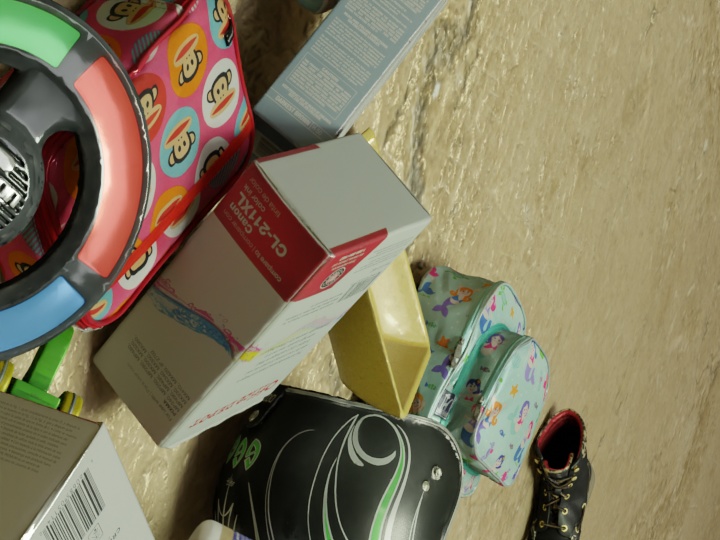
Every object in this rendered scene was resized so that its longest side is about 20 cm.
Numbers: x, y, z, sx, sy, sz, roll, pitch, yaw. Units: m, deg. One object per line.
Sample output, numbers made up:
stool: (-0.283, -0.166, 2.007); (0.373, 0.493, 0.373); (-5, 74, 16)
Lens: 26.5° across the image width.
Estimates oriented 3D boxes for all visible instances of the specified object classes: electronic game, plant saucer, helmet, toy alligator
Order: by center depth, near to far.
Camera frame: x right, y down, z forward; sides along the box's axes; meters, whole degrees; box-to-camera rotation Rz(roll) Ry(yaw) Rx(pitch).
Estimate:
electronic game: (-0.200, -0.047, 0.782); (0.198, 0.042, 0.203); (-10, 111, -28)
toy alligator: (-0.216, 0.122, 0.906); (0.054, 0.059, 0.202); (-37, -148, 55)
plant saucer: (0.000, 0.000, 1.207); (0.200, 0.048, 0.203); (-54, 130, -75)
helmet: (-0.020, 0.200, 1.208); (0.200, 0.198, 0.193); (27, 74, -64)

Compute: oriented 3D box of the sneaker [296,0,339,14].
sneaker: (-0.061, -0.247, 1.049); (0.081, 0.074, 0.201); (-31, 144, -15)

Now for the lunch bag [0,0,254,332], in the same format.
lunch bag: (-0.147, -0.067, 0.940); (0.201, 0.081, 0.178); (-53, 150, -35)

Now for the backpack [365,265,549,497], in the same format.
backpack: (0.097, 0.103, 1.467); (0.178, 0.149, 0.202); (50, 53, -59)

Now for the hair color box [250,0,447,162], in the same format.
hair color box: (-0.004, -0.158, 1.111); (0.201, 0.060, 0.099); (-52, -178, -17)

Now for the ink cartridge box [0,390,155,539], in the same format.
ink cartridge box: (-0.205, 0.136, 0.776); (0.084, 0.198, 0.177); (-56, 149, -36)

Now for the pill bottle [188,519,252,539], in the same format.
pill bottle: (-0.049, 0.272, 1.075); (0.121, 0.198, 0.120); (-60, -174, 11)

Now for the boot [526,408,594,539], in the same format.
boot: (0.254, 0.292, 1.967); (0.152, 0.072, 0.201); (75, 34, -48)

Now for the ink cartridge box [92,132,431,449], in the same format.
ink cartridge box: (-0.067, 0.013, 1.028); (0.200, 0.083, 0.145); (-47, 168, 28)
